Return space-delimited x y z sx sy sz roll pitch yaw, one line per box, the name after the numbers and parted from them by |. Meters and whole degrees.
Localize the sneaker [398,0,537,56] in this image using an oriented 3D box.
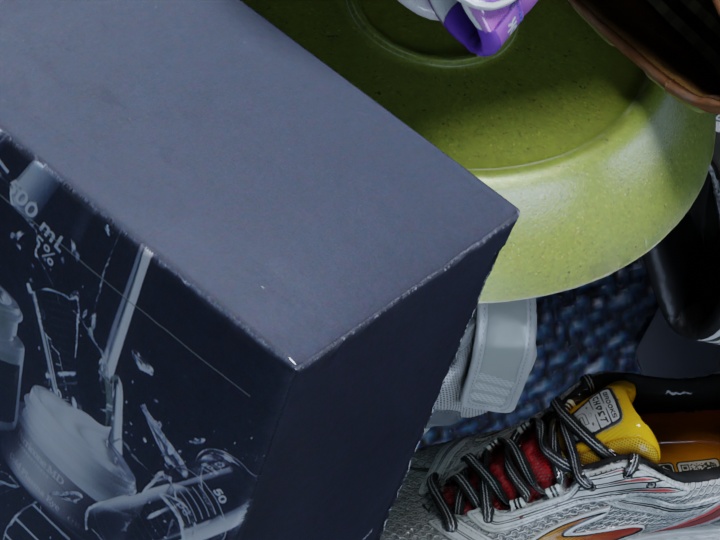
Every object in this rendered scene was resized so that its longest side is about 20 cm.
0.072 -0.108 0.776 0.199 0.073 0.115 15 84 -14 | sneaker

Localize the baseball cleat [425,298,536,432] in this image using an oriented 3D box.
0.000 0.000 0.936 0.106 0.070 0.200 -15 153 18 | baseball cleat

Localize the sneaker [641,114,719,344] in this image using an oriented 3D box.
0.153 -0.064 0.948 0.115 0.075 0.202 -11 118 -63 | sneaker

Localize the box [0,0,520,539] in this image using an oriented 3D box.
-0.082 0.011 0.788 0.104 0.200 0.183 -33 153 -44 | box

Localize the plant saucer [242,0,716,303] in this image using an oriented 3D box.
0.020 -0.075 0.863 0.199 0.201 0.031 -3 141 -17 | plant saucer

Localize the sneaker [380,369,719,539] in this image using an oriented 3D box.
0.072 0.073 1.011 0.199 0.078 0.082 -12 138 -13 | sneaker

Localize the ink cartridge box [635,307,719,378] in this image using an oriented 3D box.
0.233 0.020 1.111 0.199 0.084 0.145 6 129 -24 | ink cartridge box

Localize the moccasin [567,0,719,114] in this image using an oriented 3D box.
0.061 -0.121 0.850 0.078 0.202 0.074 -27 159 -42 | moccasin
